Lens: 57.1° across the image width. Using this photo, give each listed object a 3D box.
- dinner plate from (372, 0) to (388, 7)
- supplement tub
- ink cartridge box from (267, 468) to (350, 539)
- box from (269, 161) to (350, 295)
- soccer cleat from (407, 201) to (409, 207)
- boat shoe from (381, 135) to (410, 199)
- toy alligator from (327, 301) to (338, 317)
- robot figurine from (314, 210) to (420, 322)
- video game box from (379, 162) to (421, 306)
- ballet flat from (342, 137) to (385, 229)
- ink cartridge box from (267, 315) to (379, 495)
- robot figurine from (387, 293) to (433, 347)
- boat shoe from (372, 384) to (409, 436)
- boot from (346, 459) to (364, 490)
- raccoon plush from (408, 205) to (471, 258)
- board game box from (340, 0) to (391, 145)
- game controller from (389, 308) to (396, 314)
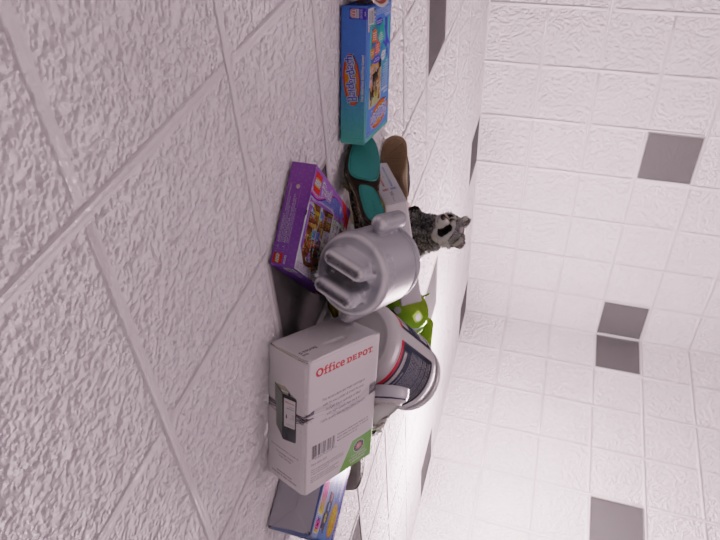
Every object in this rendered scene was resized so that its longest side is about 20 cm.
[{"bbox_3d":[0.012,-0.492,0.964,0.199,0.024,0.206,1,90,-69],"label":"dinner plate"},{"bbox_3d":[0.043,0.151,1.122,0.200,0.138,0.144,40,58,-50],"label":"supplement tub"},{"bbox_3d":[-0.074,0.366,1.082,0.201,0.074,0.139,72,30,-64],"label":"ink cartridge box"},{"bbox_3d":[-0.065,-0.050,0.935,0.200,0.038,0.140,47,53,-72],"label":"box"},{"bbox_3d":[0.071,-0.063,1.410,0.086,0.067,0.205,-76,174,-64],"label":"soccer cleat"},{"bbox_3d":[0.070,-0.167,1.343,0.065,0.070,0.206,7,86,-71],"label":"boat shoe"},{"bbox_3d":[-0.028,0.051,1.125,0.202,0.058,0.055,82,-18,-49],"label":"toy alligator"},{"bbox_3d":[0.015,-0.004,0.933,0.199,0.112,0.172,-21,140,-59],"label":"robot figurine"},{"bbox_3d":[0.061,-0.070,1.210,0.183,0.046,0.204,-103,-179,-60],"label":"video game box"},{"bbox_3d":[0.000,-0.127,1.070,0.076,0.066,0.204,127,-36,-46],"label":"ballet flat"},{"bbox_3d":[-0.053,0.184,0.936,0.144,0.083,0.205,-17,118,-45],"label":"ink cartridge box"},{"bbox_3d":[0.062,0.112,1.319,0.117,0.172,0.203,-102,-147,-56],"label":"robot figurine"},{"bbox_3d":[0.013,0.225,1.032,0.199,0.071,0.067,-33,-130,52],"label":"boat shoe"},{"bbox_3d":[-0.042,0.320,1.226,0.130,0.066,0.206,-4,95,-71],"label":"boot"},{"bbox_3d":[0.161,-0.070,1.365,0.200,0.130,0.099,41,59,-74],"label":"raccoon plush"},{"bbox_3d":[0.010,-0.322,1.058,0.153,0.044,0.205,-56,151,-60],"label":"board game box"},{"bbox_3d":[0.018,0.159,1.260,0.042,0.102,0.205,-63,157,-59],"label":"game controller"}]
